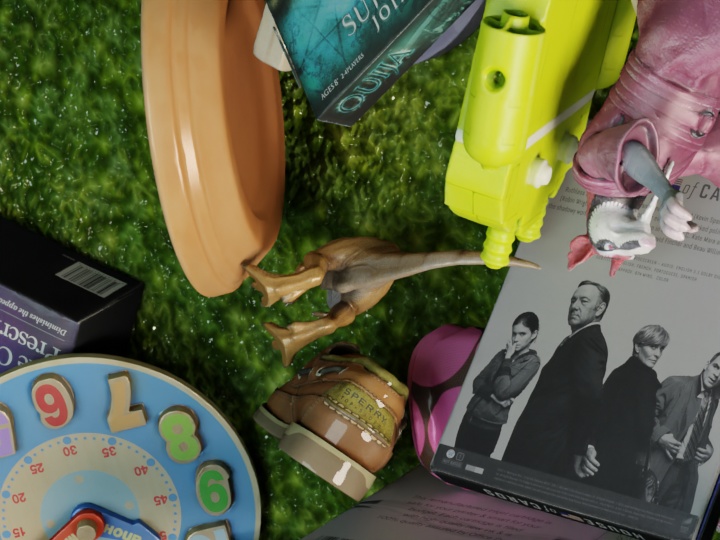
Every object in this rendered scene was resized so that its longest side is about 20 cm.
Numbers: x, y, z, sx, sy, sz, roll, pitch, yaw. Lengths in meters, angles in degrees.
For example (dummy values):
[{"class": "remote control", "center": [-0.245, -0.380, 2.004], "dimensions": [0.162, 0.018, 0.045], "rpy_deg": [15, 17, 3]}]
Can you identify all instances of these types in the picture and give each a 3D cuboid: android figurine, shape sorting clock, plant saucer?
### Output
[{"class": "android figurine", "center": [0.089, -0.099, 1.350], "dimensions": [0.041, 0.182, 0.201], "rpy_deg": [18, 112, 17]}, {"class": "shape sorting clock", "center": [-0.157, 0.141, 1.620], "dimensions": [0.199, 0.039, 0.201], "rpy_deg": [-1, 116, -3]}, {"class": "plant saucer", "center": [-0.073, -0.087, 1.472], "dimensions": [0.037, 0.200, 0.201], "rpy_deg": [-5, 101, 10]}]

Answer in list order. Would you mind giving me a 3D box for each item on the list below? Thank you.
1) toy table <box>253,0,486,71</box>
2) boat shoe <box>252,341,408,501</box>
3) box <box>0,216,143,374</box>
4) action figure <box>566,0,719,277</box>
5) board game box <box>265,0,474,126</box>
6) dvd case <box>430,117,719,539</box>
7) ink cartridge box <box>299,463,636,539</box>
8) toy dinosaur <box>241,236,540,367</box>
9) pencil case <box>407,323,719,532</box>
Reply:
[{"class": "toy table", "center": [0.008, -0.192, 1.423], "dimensions": [0.183, 0.117, 0.201], "rpy_deg": [17, 111, 31]}, {"class": "boat shoe", "center": [-0.007, 0.077, 1.497], "dimensions": [0.072, 0.200, 0.068], "rpy_deg": [34, 87, -10]}, {"class": "box", "center": [-0.244, 0.040, 1.677], "dimensions": [0.200, 0.079, 0.141], "rpy_deg": [25, 119, 19]}, {"class": "action figure", "center": [0.142, -0.089, 1.327], "dimensions": [0.149, 0.134, 0.200], "rpy_deg": [37, 105, 22]}, {"class": "board game box", "center": [0.024, -0.181, 1.298], "dimensions": [0.200, 0.028, 0.136], "rpy_deg": [-44, 55, 32]}, {"class": "dvd case", "center": [0.135, 0.028, 1.383], "dimensions": [0.150, 0.025, 0.200], "rpy_deg": [14, 74, 32]}, {"class": "ink cartridge box", "center": [0.046, 0.174, 1.448], "dimensions": [0.146, 0.200, 0.085], "rpy_deg": [9, 111, 34]}, {"class": "toy dinosaur", "center": [0.000, 0.000, 1.456], "dimensions": [0.061, 0.106, 0.200], "rpy_deg": [64, 162, -8]}, {"class": "pencil case", "center": [0.121, 0.081, 1.440], "dimensions": [0.200, 0.091, 0.094], "rpy_deg": [7, 108, 36]}]
